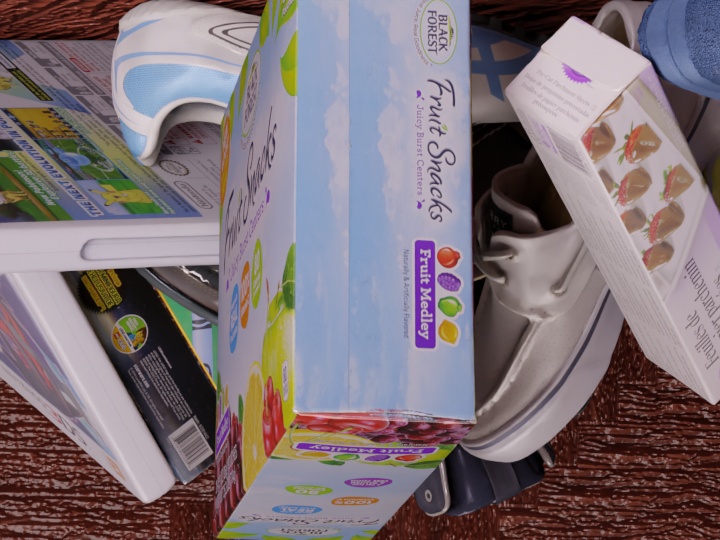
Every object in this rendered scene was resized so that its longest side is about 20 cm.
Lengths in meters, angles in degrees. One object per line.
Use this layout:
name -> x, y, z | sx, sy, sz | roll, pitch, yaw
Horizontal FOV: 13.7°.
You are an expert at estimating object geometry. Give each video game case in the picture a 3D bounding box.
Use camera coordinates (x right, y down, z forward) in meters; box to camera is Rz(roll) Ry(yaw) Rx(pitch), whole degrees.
video game case -> -0.174, 0.000, 1.390 | 0.023, 0.200, 0.182 | -37, -143, -16
video game case -> -0.118, -0.051, 1.235 | 0.182, 0.022, 0.200 | -2, -153, -32

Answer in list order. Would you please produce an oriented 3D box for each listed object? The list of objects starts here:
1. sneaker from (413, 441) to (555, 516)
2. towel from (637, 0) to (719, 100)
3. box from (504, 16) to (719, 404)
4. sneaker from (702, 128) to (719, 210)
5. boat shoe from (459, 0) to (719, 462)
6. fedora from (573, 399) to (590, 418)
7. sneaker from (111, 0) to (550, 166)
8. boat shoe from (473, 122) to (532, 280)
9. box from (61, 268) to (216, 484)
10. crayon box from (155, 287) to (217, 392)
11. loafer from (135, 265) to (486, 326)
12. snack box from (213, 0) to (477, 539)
sneaker -> 0.046, 0.031, 1.371 | 0.077, 0.147, 0.202 | -19, 167, -11
towel -> 0.198, -0.079, 0.988 | 0.199, 0.049, 0.111 | 2, 174, 42
box -> 0.105, -0.018, 1.095 | 0.041, 0.039, 0.200 | 37, 169, 36
sneaker -> 0.236, -0.029, 1.146 | 0.199, 0.106, 0.076 | -14, 174, 17
boat shoe -> 0.074, -0.016, 1.164 | 0.070, 0.200, 0.071 | 15, -154, -33
fedora -> 0.085, -0.025, 1.469 | 0.091, 0.201, 0.200 | -30, -168, -23
sneaker -> -0.001, -0.070, 1.205 | 0.199, 0.073, 0.072 | 1, 177, -2
boat shoe -> 0.084, -0.050, 1.258 | 0.072, 0.072, 0.200 | -17, -174, 39
box -> -0.142, -0.003, 1.409 | 0.040, 0.200, 0.137 | -37, -151, -16
crayon box -> -0.059, 0.010, 1.398 | 0.058, 0.200, 0.119 | -29, -150, -1
loafer -> 0.000, 0.000, 1.268 | 0.199, 0.072, 0.063 | 22, 141, -10
snack box -> -0.009, -0.005, 1.057 | 0.067, 0.169, 0.200 | 3, 164, -11
